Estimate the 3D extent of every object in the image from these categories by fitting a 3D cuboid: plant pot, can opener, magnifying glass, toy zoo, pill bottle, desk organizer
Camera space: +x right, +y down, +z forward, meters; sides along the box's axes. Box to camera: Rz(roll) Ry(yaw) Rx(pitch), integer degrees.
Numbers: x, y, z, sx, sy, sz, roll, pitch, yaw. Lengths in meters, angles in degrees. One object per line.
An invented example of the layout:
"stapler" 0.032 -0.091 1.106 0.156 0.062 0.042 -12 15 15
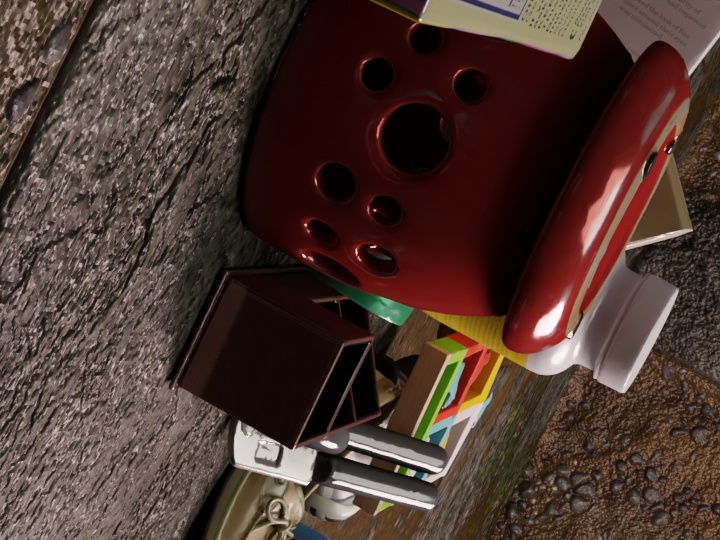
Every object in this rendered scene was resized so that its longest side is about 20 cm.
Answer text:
"plant pot" 0.063 -0.067 0.938 0.201 0.182 0.201 -59 169 -18
"can opener" -0.009 0.121 1.159 0.200 0.066 0.053 24 80 -48
"magnifying glass" 0.000 0.000 1.091 0.022 0.079 0.200 -57 178 3
"toy zoo" 0.062 0.105 1.330 0.132 0.020 0.200 -66 163 13
"pill bottle" 0.110 0.002 1.215 0.112 0.199 0.112 -56 166 -22
"desk organizer" -0.030 0.047 1.030 0.072 0.077 0.200 -64 168 8

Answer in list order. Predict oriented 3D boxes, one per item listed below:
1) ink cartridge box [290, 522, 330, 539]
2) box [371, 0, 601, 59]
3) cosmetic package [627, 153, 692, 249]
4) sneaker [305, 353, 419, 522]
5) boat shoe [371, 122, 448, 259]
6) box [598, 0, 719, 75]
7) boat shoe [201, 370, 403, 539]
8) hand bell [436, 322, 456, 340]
"ink cartridge box" -0.026 0.313 1.323 0.147 0.199 0.147 -43 157 -57
"box" -0.015 -0.139 0.474 0.097 0.175 0.200 -65 168 10
"cosmetic package" 0.184 -0.116 1.308 0.105 0.071 0.201 -9 84 -76
"sneaker" 0.023 0.099 1.369 0.200 0.075 0.116 -47 158 -48
"boat shoe" 0.072 -0.054 1.112 0.071 0.091 0.201 -19 -148 41
"box" 0.196 -0.238 1.078 0.200 0.152 0.106 -55 177 41
"boat shoe" -0.042 0.137 1.203 0.201 0.063 0.073 -53 165 -38
"hand bell" 0.092 0.003 1.379 0.104 0.104 0.201 -49 163 -46
